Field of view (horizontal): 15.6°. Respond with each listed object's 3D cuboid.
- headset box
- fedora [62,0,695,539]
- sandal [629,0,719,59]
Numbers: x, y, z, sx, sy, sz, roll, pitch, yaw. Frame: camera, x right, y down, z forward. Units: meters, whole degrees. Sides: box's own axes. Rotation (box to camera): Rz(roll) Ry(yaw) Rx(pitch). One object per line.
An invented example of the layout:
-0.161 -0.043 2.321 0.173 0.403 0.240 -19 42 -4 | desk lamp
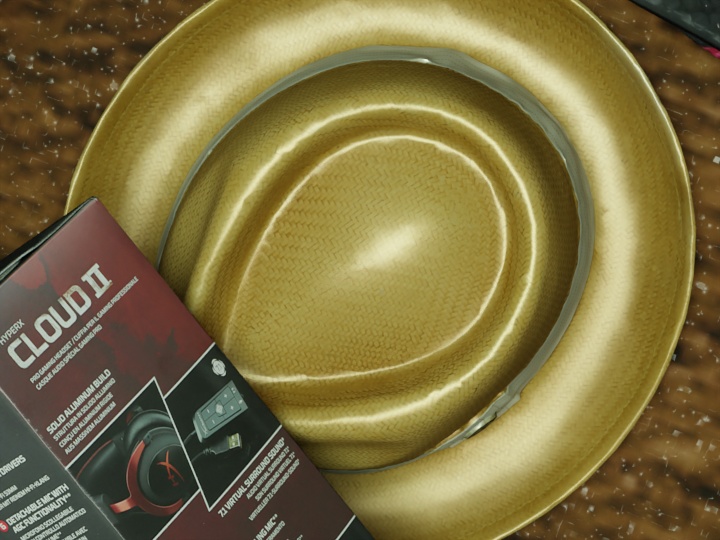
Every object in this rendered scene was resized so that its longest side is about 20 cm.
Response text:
-0.085 0.085 0.744 0.200 0.075 0.148 51 133 -8 | headset box
0.000 0.000 0.767 0.200 0.082 0.202 1 95 7 | fedora
0.119 -0.087 0.754 0.075 0.045 0.200 -47 68 11 | sandal
